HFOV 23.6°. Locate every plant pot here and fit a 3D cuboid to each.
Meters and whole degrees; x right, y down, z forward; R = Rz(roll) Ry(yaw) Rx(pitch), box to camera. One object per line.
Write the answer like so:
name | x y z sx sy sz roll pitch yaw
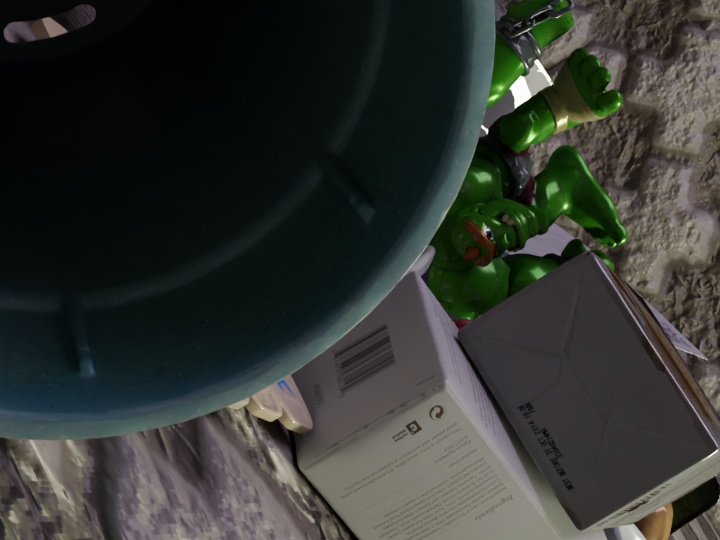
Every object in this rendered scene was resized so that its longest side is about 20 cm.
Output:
plant pot | -0.090 -0.089 0.492 0.200 0.200 0.196 52 3 -34

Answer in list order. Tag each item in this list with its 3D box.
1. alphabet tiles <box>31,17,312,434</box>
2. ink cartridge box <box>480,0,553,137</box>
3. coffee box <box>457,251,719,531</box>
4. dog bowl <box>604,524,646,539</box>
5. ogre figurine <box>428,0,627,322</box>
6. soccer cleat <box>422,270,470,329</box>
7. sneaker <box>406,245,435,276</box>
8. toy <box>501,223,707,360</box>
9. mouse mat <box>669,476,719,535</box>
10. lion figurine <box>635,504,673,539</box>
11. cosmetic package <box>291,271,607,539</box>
alphabet tiles | -0.085 -0.017 0.766 0.196 0.015 0.200 62 10 19
ink cartridge box | -0.013 -0.144 1.023 0.200 0.147 0.146 50 3 39
coffee box | 0.131 0.067 0.895 0.115 0.080 0.200 59 10 14
dog bowl | 0.173 0.252 1.053 0.200 0.079 0.200 56 10 -16
ogre figurine | 0.079 -0.047 0.951 0.098 0.120 0.200 50 -21 33
soccer cleat | 0.061 0.020 1.070 0.073 0.068 0.200 -107 179 -78
sneaker | 0.000 0.000 0.930 0.077 0.081 0.200 59 1 7
toy | 0.125 0.011 1.125 0.115 0.047 0.200 18 14 -33
mouse mat | 0.158 0.111 1.238 0.008 0.161 0.200 -11 65 -45
lion figurine | 0.177 0.131 1.174 0.072 0.122 0.200 -18 93 -43
cosmetic package | 0.053 0.113 0.852 0.200 0.085 0.108 55 11 -27
